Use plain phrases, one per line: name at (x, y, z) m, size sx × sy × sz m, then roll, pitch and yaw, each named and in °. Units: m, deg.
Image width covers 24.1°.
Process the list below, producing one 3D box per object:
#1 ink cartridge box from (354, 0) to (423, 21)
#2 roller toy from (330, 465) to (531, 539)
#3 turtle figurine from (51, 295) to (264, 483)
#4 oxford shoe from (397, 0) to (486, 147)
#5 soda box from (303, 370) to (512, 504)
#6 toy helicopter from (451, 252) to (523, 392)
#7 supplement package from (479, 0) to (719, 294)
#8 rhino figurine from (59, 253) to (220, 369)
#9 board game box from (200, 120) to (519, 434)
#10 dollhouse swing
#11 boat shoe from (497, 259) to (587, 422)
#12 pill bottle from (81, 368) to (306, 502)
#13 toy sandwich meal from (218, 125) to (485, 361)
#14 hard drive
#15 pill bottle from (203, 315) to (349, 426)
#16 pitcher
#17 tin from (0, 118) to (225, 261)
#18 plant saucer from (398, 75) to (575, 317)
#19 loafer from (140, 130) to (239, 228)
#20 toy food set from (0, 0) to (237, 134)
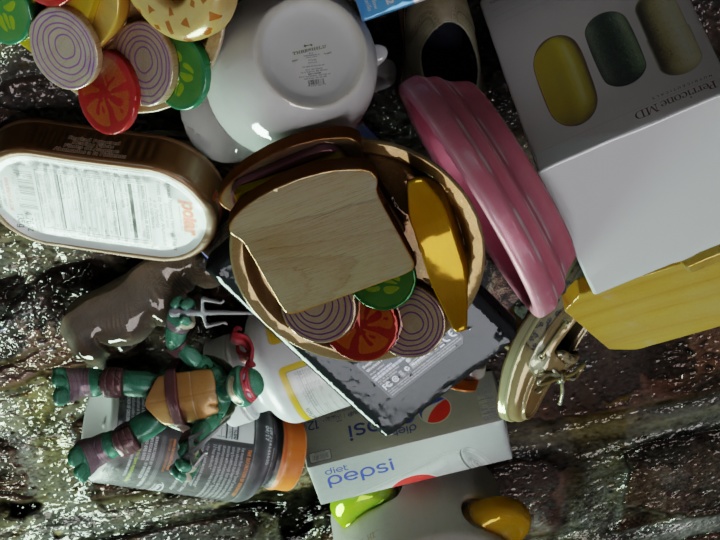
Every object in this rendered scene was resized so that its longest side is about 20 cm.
ink cartridge box at (0.086, -0.243, 1.188) m, size 0.198 × 0.115 × 0.068 m, roll -18°, pitch 102°, yaw 7°
roller toy at (0.068, 0.287, 1.728) m, size 0.198 × 0.141 × 0.183 m, roll -4°, pitch 137°, yaw -9°
turtle figurine at (-0.156, 0.108, 1.425) m, size 0.198 × 0.151 × 0.101 m, roll -15°, pitch 163°, yaw 13°
oxford shoe at (0.065, -0.143, 1.327) m, size 0.070 × 0.074 × 0.201 m, roll -14°, pitch 137°, yaw 3°
soda box at (0.045, 0.165, 1.651) m, size 0.198 × 0.064 × 0.069 m, roll -14°, pitch 137°, yaw 2°
toy helicopter at (0.121, 0.057, 1.524) m, size 0.078 × 0.133 × 0.200 m, roll 13°, pitch 170°, yaw 32°
supplement package at (0.202, -0.123, 1.285) m, size 0.151 × 0.201 × 0.151 m, roll -22°, pitch 136°, yaw 10°
rhino figurine at (-0.174, 0.024, 1.459) m, size 0.199 × 0.060 × 0.087 m, roll -32°, pitch 134°, yaw 17°
board game box at (0.000, 0.000, 1.356) m, size 0.160 × 0.097 × 0.200 m, roll -47°, pitch 110°, yaw -4°
dollhouse swing at (0.279, -0.038, 1.440) m, size 0.174 × 0.184 × 0.200 m, roll -2°, pitch 162°, yaw 27°
boat shoe at (0.182, 0.052, 1.503) m, size 0.073 × 0.062 × 0.202 m, roll -10°, pitch 125°, yaw -65°
pill bottle at (-0.151, 0.157, 1.568) m, size 0.198 × 0.107 × 0.107 m, roll 12°, pitch 132°, yaw -24°
toy sandwich meal at (-0.005, -0.008, 1.184) m, size 0.203 × 0.070 × 0.207 m, roll 2°, pitch 122°, yaw 3°
hard drive at (0.001, 0.018, 1.263) m, size 0.139 × 0.033 × 0.200 m, roll -38°, pitch 112°, yaw 20°
pill bottle at (-0.034, 0.069, 1.499) m, size 0.198 × 0.113 × 0.112 m, roll -19°, pitch 137°, yaw 8°
pitcher at (-0.037, -0.145, 1.242) m, size 0.170 × 0.122 × 0.200 m, roll -16°, pitch 179°, yaw -16°
tin at (-0.205, -0.061, 1.336) m, size 0.198 × 0.042 × 0.112 m, roll 8°, pitch 141°, yaw 7°
plant saucer at (0.099, -0.062, 1.240) m, size 0.051 × 0.201 × 0.201 m, roll -31°, pitch 135°, yaw -1°
loafer at (-0.107, -0.056, 1.387) m, size 0.199 × 0.063 × 0.072 m, roll 19°, pitch 129°, yaw -29°
toy food set at (-0.176, -0.195, 1.165) m, size 0.199 × 0.049 × 0.199 m, roll 35°, pitch 127°, yaw 10°
